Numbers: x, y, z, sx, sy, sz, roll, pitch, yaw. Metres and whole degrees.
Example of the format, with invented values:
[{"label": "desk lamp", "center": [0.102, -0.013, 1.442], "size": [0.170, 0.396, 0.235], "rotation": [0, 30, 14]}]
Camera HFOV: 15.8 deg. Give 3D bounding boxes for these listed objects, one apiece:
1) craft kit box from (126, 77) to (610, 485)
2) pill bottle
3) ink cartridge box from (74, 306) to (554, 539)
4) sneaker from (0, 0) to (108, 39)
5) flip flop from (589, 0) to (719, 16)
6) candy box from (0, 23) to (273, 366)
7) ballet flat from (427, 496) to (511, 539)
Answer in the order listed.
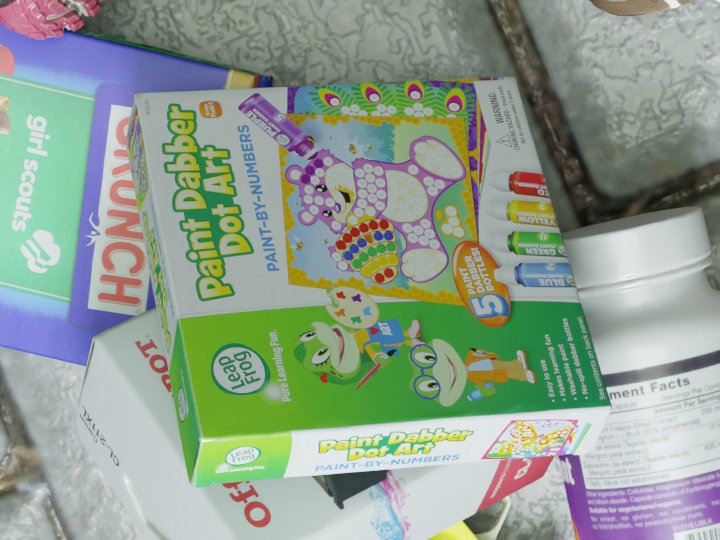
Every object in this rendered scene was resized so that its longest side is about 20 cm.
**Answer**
[{"label": "craft kit box", "center": [0.000, 0.000, 1.234], "size": [0.196, 0.049, 0.201], "rotation": [-6, 56, -13]}, {"label": "pill bottle", "center": [0.152, 0.074, 1.307], "size": [0.111, 0.111, 0.201], "rotation": [-11, 94, 7]}, {"label": "ink cartridge box", "center": [-0.018, 0.069, 1.269], "size": [0.199, 0.083, 0.146], "rotation": [-25, 66, -27]}, {"label": "sneaker", "center": [-0.147, -0.208, 1.315], "size": [0.074, 0.081, 0.201], "rotation": [11, 66, 11]}, {"label": "flip flop", "center": [0.147, -0.151, 1.311], "size": [0.199, 0.081, 0.058], "rotation": [28, 112, -2]}, {"label": "candy box", "center": [-0.161, -0.042, 1.348], "size": [0.199, 0.077, 0.170], "rotation": [13, 97, 4]}, {"label": "ballet flat", "center": [0.066, 0.153, 1.352], "size": [0.067, 0.067, 0.200], "rotation": [-43, 88, -13]}]
